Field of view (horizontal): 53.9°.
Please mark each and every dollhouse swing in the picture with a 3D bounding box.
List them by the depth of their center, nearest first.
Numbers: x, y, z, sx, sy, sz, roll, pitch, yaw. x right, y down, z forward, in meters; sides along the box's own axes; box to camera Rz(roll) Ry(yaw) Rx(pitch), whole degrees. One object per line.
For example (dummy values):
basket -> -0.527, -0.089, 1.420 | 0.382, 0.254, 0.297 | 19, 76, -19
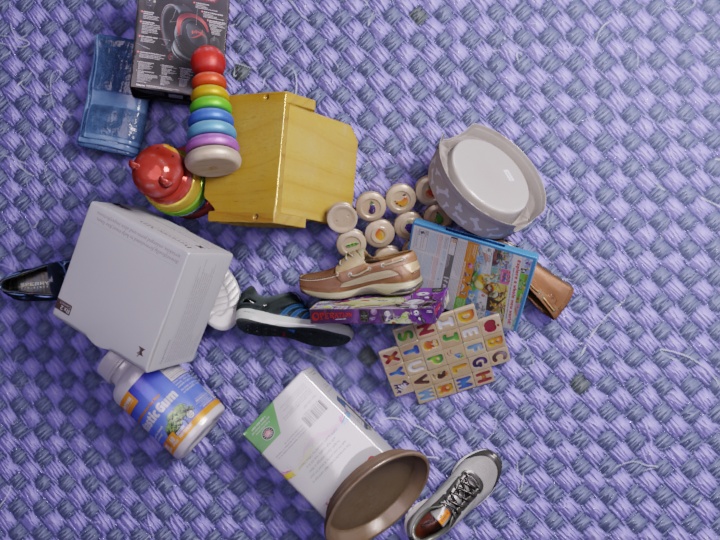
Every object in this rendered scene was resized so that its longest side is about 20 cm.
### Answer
dollhouse swing -> -0.126, -0.168, 1.162 | 0.180, 0.175, 0.202 | 3, 88, 27

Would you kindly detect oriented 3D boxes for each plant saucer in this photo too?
plant saucer -> 0.023, 0.352, 1.108 | 0.200, 0.200, 0.029 | -48, 51, 2

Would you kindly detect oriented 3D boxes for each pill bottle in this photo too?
pill bottle -> -0.332, 0.203, 1.165 | 0.200, 0.112, 0.112 | 40, 92, 4

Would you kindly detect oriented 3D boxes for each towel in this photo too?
towel -> -0.417, -0.302, 1.220 | 0.111, 0.049, 0.202 | 11, 89, 4

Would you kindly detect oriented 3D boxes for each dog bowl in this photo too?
dog bowl -> 0.193, -0.137, 1.107 | 0.199, 0.059, 0.201 | 17, 52, -22

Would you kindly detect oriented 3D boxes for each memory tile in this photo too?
memory tile -> 0.055, -0.066, 1.151 | 0.198, 0.017, 0.154 | -16, 118, 5

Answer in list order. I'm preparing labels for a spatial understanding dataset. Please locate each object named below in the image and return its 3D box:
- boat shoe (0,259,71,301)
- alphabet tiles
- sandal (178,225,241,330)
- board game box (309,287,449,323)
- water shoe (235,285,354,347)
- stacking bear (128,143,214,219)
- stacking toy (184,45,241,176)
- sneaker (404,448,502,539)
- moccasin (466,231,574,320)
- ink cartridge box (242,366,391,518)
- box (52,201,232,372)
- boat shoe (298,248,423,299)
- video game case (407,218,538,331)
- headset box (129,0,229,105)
boat shoe -> -0.513, 0.024, 1.207 | 0.198, 0.069, 0.085 | -15, 87, 2
alphabet tiles -> 0.136, 0.137, 1.132 | 0.198, 0.006, 0.167 | -18, 123, 4
sandal -> -0.265, 0.011, 1.200 | 0.082, 0.050, 0.203 | -31, 81, -13
board game box -> 0.032, 0.055, 1.115 | 0.198, 0.120, 0.033 | -2, 99, 17
water shoe -> -0.104, 0.071, 1.168 | 0.198, 0.072, 0.079 | 11, 58, -11
stacking bear -> -0.299, -0.146, 1.129 | 0.121, 0.200, 0.114 | 34, 91, 5
stacking toy -> -0.232, -0.250, 1.085 | 0.085, 0.085, 0.202 | -9, 76, 4
sneaker -> 0.153, 0.370, 1.137 | 0.200, 0.079, 0.074 | -45, 84, 1
moccasin -> 0.245, 0.007, 1.148 | 0.201, 0.074, 0.078 | 35, 83, -5
ink cartridge box -> -0.066, 0.279, 1.153 | 0.200, 0.088, 0.145 | 44, 92, 6
box -> -0.342, 0.022, 1.117 | 0.198, 0.131, 0.201 | 26, 100, 17
boat shoe -> 0.000, 0.000, 1.136 | 0.198, 0.076, 0.075 | -4, 104, 7
video game case -> 0.168, 0.008, 1.124 | 0.199, 0.018, 0.144 | 18, 125, 14
headset box -> -0.298, -0.385, 1.181 | 0.147, 0.075, 0.202 | 5, 89, -14
